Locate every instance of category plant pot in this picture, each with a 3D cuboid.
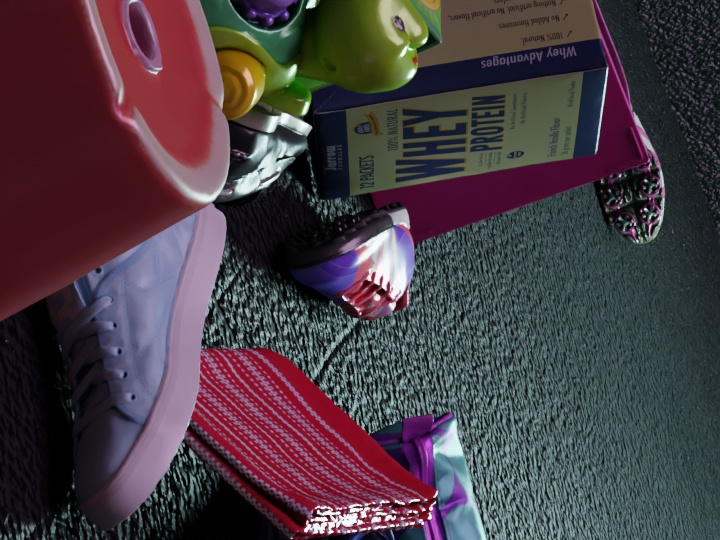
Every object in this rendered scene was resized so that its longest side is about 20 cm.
[{"bbox_3d":[-0.156,-0.066,1.023,0.200,0.177,0.201,-17,90,-75],"label":"plant pot"}]

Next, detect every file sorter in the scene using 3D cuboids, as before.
[{"bbox_3d":[0.092,-0.134,2.010,0.126,0.199,0.139,-89,157,-60],"label":"file sorter"}]

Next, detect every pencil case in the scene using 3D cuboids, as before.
[{"bbox_3d":[0.047,0.191,1.678,0.092,0.085,0.201,143,-69,-74],"label":"pencil case"}]

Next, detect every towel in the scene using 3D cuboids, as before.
[{"bbox_3d":[-0.043,0.085,1.423,0.145,0.023,0.200,41,11,18],"label":"towel"}]

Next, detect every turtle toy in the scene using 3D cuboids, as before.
[{"bbox_3d":[-0.061,-0.149,1.502,0.199,0.101,0.146,28,19,0],"label":"turtle toy"}]

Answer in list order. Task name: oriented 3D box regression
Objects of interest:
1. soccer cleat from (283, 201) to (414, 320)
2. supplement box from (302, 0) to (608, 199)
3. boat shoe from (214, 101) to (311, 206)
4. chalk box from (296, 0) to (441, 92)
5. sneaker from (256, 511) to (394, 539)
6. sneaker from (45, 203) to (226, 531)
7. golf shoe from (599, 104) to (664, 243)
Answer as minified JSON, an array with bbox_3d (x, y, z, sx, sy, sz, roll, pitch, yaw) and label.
[{"bbox_3d":[0.000,0.000,1.773,0.200,0.068,0.073,-26,103,-78],"label":"soccer cleat"},{"bbox_3d":[0.048,-0.178,1.832,0.134,0.199,0.201,86,-6,-67],"label":"supplement box"},{"bbox_3d":[-0.076,-0.073,1.606,0.200,0.072,0.068,-25,135,-82],"label":"boat shoe"},{"bbox_3d":[-0.031,-0.193,1.637,0.124,0.124,0.201,46,35,-43],"label":"chalk box"},{"bbox_3d":[-0.013,0.159,1.498,0.200,0.082,0.074,-83,151,-62],"label":"sneaker"},{"bbox_3d":[-0.123,0.032,1.297,0.082,0.074,0.200,29,41,-20],"label":"sneaker"},{"bbox_3d":[0.296,-0.124,3.022,0.092,0.072,0.201,28,46,-72],"label":"golf shoe"}]
